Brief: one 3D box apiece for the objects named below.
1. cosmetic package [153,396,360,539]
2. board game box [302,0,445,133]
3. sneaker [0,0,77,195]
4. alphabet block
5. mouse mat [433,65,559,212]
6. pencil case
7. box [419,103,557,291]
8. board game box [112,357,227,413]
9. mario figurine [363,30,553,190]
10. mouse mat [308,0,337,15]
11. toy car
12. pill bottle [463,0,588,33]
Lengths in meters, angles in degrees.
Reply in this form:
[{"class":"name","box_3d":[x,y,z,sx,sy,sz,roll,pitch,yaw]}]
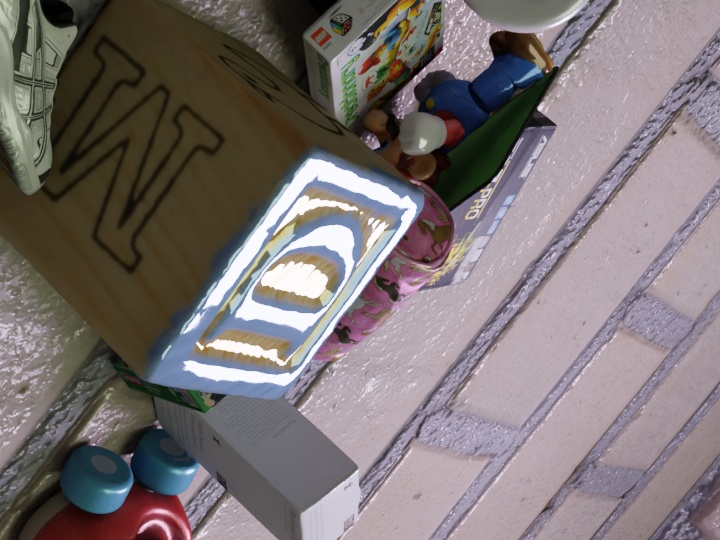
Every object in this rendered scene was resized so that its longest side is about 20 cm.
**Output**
[{"class":"cosmetic package","box_3d":[-0.093,0.155,1.533,0.074,0.200,0.102,-37,151,-23]},{"class":"board game box","box_3d":[0.013,-0.180,1.375,0.126,0.035,0.200,-44,169,-9]},{"class":"sneaker","box_3d":[-0.212,-0.128,1.101,0.088,0.076,0.200,-38,153,-21]},{"class":"alphabet block","box_3d":[-0.111,-0.048,1.229,0.196,0.200,0.195,-52,155,9]},{"class":"mouse mat","box_3d":[0.083,-0.083,1.465,0.200,0.008,0.161,-39,-166,47]},{"class":"pencil case","box_3d":[0.000,0.000,1.413,0.200,0.086,0.083,-42,-158,51]},{"class":"box","box_3d":[0.089,-0.069,1.684,0.161,0.049,0.200,-11,136,-54]},{"class":"board game box","box_3d":[-0.115,0.054,1.409,0.135,0.029,0.200,-40,-163,-18]},{"class":"mario figurine","box_3d":[0.058,-0.134,1.430,0.200,0.106,0.123,-43,153,-9]},{"class":"mouse mat","box_3d":[0.003,-0.275,1.297,0.161,0.008,0.200,-49,155,1]},{"class":"toy car","box_3d":[-0.190,0.279,1.555,0.177,0.200,0.184,-8,133,-53]},{"class":"pill bottle","box_3d":[0.125,-0.245,1.354,0.113,0.113,0.200,-53,-175,9]}]
